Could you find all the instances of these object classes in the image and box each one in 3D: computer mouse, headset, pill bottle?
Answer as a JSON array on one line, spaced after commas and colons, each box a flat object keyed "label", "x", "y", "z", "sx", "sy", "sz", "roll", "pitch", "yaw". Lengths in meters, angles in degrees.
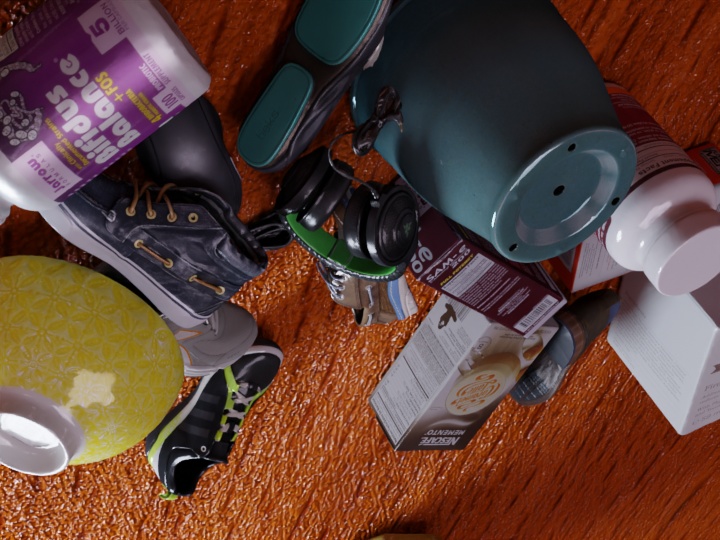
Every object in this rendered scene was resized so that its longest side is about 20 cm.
[{"label": "computer mouse", "x": -0.107, "y": -0.068, "z": 0.960, "sx": 0.139, "sy": 0.046, "sz": 0.201, "roll": -19, "pitch": 140, "yaw": -14}, {"label": "headset", "x": -0.003, "y": -0.064, "z": 0.932, "sx": 0.094, "sy": 0.123, "sz": 0.200, "roll": -61, "pitch": 172, "yaw": -23}, {"label": "pill bottle", "x": 0.257, "y": -0.075, "z": 1.072, "sx": 0.112, "sy": 0.201, "sz": 0.114, "roll": -18, "pitch": 141, "yaw": -15}, {"label": "pill bottle", "x": -0.210, "y": -0.112, "z": 0.782, "sx": 0.199, "sy": 0.113, "sz": 0.112, "roll": -37, "pitch": 142, "yaw": 3}]

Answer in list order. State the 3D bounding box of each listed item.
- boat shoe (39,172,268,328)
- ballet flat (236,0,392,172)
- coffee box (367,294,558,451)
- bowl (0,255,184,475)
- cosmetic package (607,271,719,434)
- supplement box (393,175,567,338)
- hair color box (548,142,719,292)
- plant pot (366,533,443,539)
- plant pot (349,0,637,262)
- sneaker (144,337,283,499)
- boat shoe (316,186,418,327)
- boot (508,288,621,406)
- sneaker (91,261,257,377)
[{"label": "boat shoe", "x": -0.164, "y": -0.045, "z": 0.889, "sx": 0.091, "sy": 0.071, "sz": 0.200, "roll": -35, "pitch": 121, "yaw": 20}, {"label": "ballet flat", "x": -0.028, "y": -0.163, "z": 0.900, "sx": 0.073, "sy": 0.073, "sz": 0.201, "roll": 15, "pitch": 118, "yaw": -43}, {"label": "coffee box", "x": 0.111, "y": 0.105, "z": 1.270, "sx": 0.114, "sy": 0.080, "sz": 0.201, "roll": 6, "pitch": 129, "yaw": -39}, {"label": "bowl", "x": -0.251, "y": 0.096, "z": 0.918, "sx": 0.198, "sy": 0.108, "sz": 0.201, "roll": 9, "pitch": 136, "yaw": 8}, {"label": "cosmetic package", "x": 0.413, "y": 0.050, "z": 1.345, "sx": 0.166, "sy": 0.167, "sz": 0.201, "roll": -18, "pitch": 140, "yaw": -16}, {"label": "supplement box", "x": 0.108, "y": -0.015, "z": 1.113, "sx": 0.061, "sy": 0.109, "sz": 0.199, "roll": -44, "pitch": 140, "yaw": 17}, {"label": "hair color box", "x": 0.305, "y": -0.057, "z": 1.239, "sx": 0.198, "sy": 0.061, "sz": 0.102, "roll": -17, "pitch": 140, "yaw": -16}, {"label": "plant pot", "x": 0.046, "y": 0.463, "z": 1.542, "sx": 0.194, "sy": 0.195, "sz": 0.201, "roll": 10, "pitch": 120, "yaw": -41}, {"label": "plant pot", "x": 0.121, "y": -0.117, "z": 0.939, "sx": 0.199, "sy": 0.188, "sz": 0.201, "roll": -21, "pitch": 141, "yaw": -18}, {"label": "sneaker", "x": -0.138, "y": 0.155, "z": 1.155, "sx": 0.071, "sy": 0.083, "sz": 0.200, "roll": 20, "pitch": 120, "yaw": -46}, {"label": "boat shoe", "x": 0.000, "y": 0.000, "z": 1.086, "sx": 0.072, "sy": 0.073, "sz": 0.200, "roll": -29, "pitch": 142, "yaw": -1}, {"label": "boot", "x": 0.236, "y": 0.092, "z": 1.340, "sx": 0.097, "sy": 0.075, "sz": 0.200, "roll": -30, "pitch": 164, "yaw": -27}, {"label": "sneaker", "x": -0.162, "y": 0.038, "z": 0.999, "sx": 0.199, "sy": 0.076, "sz": 0.092, "roll": 9, "pitch": 146, "yaw": -41}]
